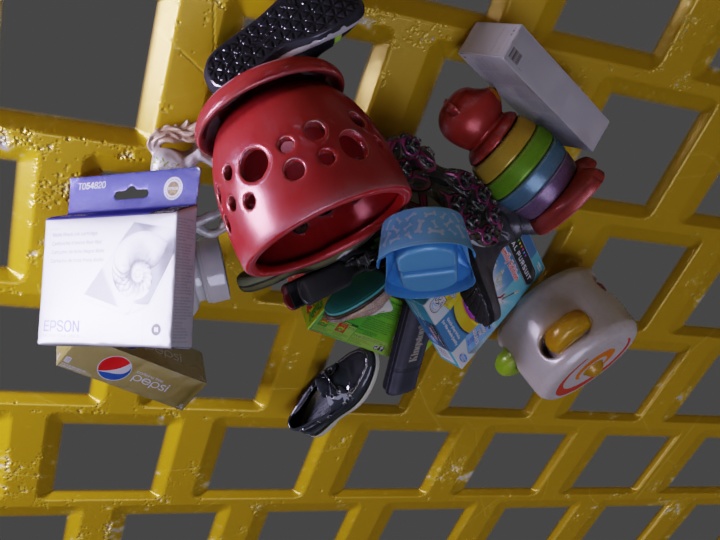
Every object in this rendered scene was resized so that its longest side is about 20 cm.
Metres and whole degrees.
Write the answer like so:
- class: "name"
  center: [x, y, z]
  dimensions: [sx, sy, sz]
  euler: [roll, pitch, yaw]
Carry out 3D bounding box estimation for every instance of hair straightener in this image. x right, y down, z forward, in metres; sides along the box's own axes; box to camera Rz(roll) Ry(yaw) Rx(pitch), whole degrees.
- class: "hair straightener"
  center: [0.000, 0.000, 1.064]
  dimensions: [0.199, 0.041, 0.077]
  euler: [-19, -179, -37]

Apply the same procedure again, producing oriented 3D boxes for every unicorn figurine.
- class: "unicorn figurine"
  center: [-0.210, -0.076, 1.015]
  dimensions: [0.137, 0.074, 0.201]
  euler: [-9, 87, -14]

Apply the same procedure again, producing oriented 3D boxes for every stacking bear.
- class: "stacking bear"
  center: [0.183, -0.148, 1.054]
  dimensions: [0.200, 0.122, 0.114]
  euler: [40, 109, -6]

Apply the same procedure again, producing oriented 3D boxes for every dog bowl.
- class: "dog bowl"
  center: [0.077, -0.018, 1.002]
  dimensions: [0.111, 0.050, 0.200]
  euler: [-7, 160, 6]

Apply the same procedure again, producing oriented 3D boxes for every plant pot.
- class: "plant pot"
  center: [-0.067, -0.115, 0.931]
  dimensions: [0.199, 0.183, 0.200]
  euler: [-23, 167, -6]

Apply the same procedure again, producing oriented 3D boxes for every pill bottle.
- class: "pill bottle"
  center: [-0.268, 0.016, 1.073]
  dimensions: [0.199, 0.113, 0.113]
  euler: [-11, 132, -8]

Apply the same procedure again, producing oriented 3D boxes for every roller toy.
- class: "roller toy"
  center: [0.312, 0.098, 1.278]
  dimensions: [0.182, 0.140, 0.200]
  euler: [-20, 150, -30]

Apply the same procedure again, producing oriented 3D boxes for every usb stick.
- class: "usb stick"
  center: [0.073, 0.104, 1.248]
  dimensions: [0.055, 0.033, 0.201]
  euler: [-4, 129, -20]

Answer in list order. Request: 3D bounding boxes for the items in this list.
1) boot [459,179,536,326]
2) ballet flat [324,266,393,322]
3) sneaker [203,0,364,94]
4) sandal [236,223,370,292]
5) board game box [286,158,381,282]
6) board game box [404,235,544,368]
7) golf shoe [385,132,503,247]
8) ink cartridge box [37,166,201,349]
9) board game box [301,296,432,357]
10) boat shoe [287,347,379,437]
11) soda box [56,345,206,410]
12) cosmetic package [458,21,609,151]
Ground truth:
- class: "boot"
  center: [0.180, -0.038, 1.107]
  dimensions: [0.131, 0.201, 0.070]
  euler: [-14, 170, -14]
- class: "ballet flat"
  center: [0.037, 0.015, 1.160]
  dimensions: [0.200, 0.068, 0.067]
  euler: [-42, 130, -13]
- class: "sneaker"
  center: [-0.084, -0.247, 0.957]
  dimensions: [0.199, 0.072, 0.083]
  euler: [-28, 160, 5]
- class: "sandal"
  center: [-0.067, -0.029, 1.057]
  dimensions: [0.200, 0.080, 0.058]
  euler: [-20, 95, 9]
- class: "board game box"
  center: [-0.033, -0.074, 1.112]
  dimensions: [0.199, 0.057, 0.166]
  euler: [-27, 133, 6]
- class: "board game box"
  center: [0.163, 0.015, 1.197]
  dimensions: [0.200, 0.047, 0.151]
  euler: [-48, 134, -15]
- class: "golf shoe"
  center: [0.087, -0.091, 1.041]
  dimensions: [0.200, 0.073, 0.092]
  euler: [35, 154, -21]
- class: "ink cartridge box"
  center: [-0.269, -0.015, 0.950]
  dimensions: [0.199, 0.201, 0.041]
  euler: [-2, 172, 27]
- class: "board game box"
  center: [0.025, 0.064, 1.254]
  dimensions: [0.199, 0.048, 0.102]
  euler: [22, 119, -32]
- class: "boat shoe"
  center: [-0.048, 0.185, 1.315]
  dimensions: [0.066, 0.075, 0.199]
  euler: [11, 135, -40]
- class: "soda box"
  center: [-0.311, 0.121, 1.178]
  dimensions: [0.199, 0.068, 0.064]
  euler: [28, 116, -35]
- class: "cosmetic package"
  center: [0.214, -0.223, 1.043]
  dimensions: [0.200, 0.082, 0.051]
  euler: [34, 84, -37]
